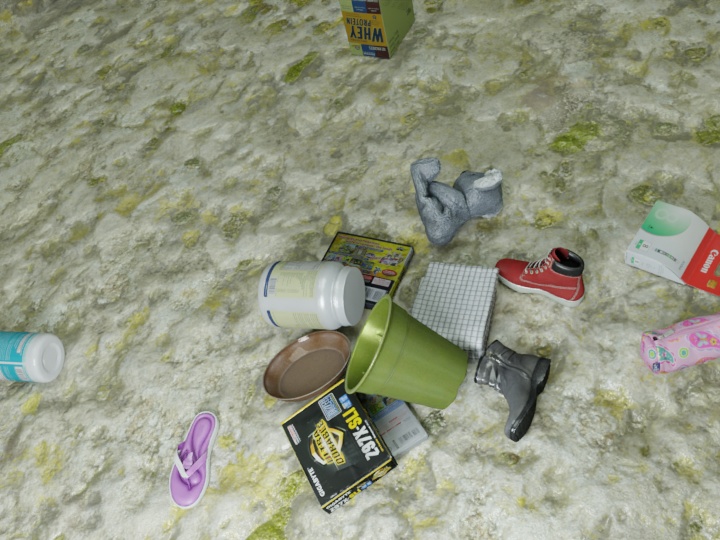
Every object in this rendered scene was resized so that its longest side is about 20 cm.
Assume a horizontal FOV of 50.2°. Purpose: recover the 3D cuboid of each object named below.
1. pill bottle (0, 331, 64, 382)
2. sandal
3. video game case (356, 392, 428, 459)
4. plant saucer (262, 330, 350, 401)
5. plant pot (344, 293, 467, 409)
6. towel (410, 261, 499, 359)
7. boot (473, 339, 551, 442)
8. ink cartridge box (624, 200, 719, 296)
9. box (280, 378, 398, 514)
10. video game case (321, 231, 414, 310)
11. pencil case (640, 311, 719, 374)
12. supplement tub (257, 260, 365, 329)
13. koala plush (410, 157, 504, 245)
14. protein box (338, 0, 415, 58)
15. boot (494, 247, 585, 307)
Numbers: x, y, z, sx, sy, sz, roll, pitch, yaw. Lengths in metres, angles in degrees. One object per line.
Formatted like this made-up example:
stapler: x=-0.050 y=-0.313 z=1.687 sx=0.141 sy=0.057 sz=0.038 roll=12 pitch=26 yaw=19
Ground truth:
pill bottle: x=-0.783 y=0.193 z=1.739 sx=0.198 sy=0.111 sz=0.111 roll=1 pitch=52 yaw=15
sandal: x=-0.336 y=0.367 z=1.520 sx=0.082 sy=0.050 sz=0.204 roll=-3 pitch=51 yaw=12
video game case: x=0.022 y=0.289 z=1.512 sx=0.143 sy=0.018 sz=0.200 roll=-30 pitch=51 yaw=-10
plant saucer: x=-0.104 y=0.202 z=1.574 sx=0.199 sy=0.037 sz=0.201 roll=-20 pitch=30 yaw=12
plant pot: x=0.096 y=0.174 z=1.464 sx=0.189 sy=0.200 sz=0.201 roll=24 pitch=54 yaw=-9
towel: x=0.194 y=0.084 z=1.595 sx=0.164 sy=0.086 sz=0.201 roll=5 pitch=54 yaw=20
boot: x=0.274 y=0.229 z=1.466 sx=0.131 sy=0.070 sz=0.200 roll=16 pitch=45 yaw=22
ink cartridge box: x=0.678 y=-0.049 z=1.601 sx=0.199 sy=0.050 sz=0.161 roll=23 pitch=60 yaw=32
box: x=-0.043 y=0.329 z=1.458 sx=0.159 sy=0.049 sz=0.200 roll=-33 pitch=51 yaw=-1
video game case: x=0.000 y=0.000 z=1.751 sx=0.198 sy=0.026 sz=0.182 roll=12 pitch=56 yaw=24
pencil case: x=0.626 y=0.130 z=1.442 sx=0.198 sy=0.088 sz=0.088 roll=-16 pitch=49 yaw=0
supplement tub: x=-0.103 y=0.052 z=1.645 sx=0.198 sy=0.145 sz=0.146 roll=1 pitch=51 yaw=22
koala plush: x=0.232 y=-0.159 z=1.738 sx=0.198 sy=0.178 sz=0.185 roll=-15 pitch=60 yaw=2
protein box: x=0.051 y=-0.769 z=2.254 sx=0.134 sy=0.201 sz=0.199 roll=14 pitch=56 yaw=24
boot: x=0.367 y=-0.012 z=1.587 sx=0.199 sy=0.145 sz=0.073 roll=19 pitch=60 yaw=29
